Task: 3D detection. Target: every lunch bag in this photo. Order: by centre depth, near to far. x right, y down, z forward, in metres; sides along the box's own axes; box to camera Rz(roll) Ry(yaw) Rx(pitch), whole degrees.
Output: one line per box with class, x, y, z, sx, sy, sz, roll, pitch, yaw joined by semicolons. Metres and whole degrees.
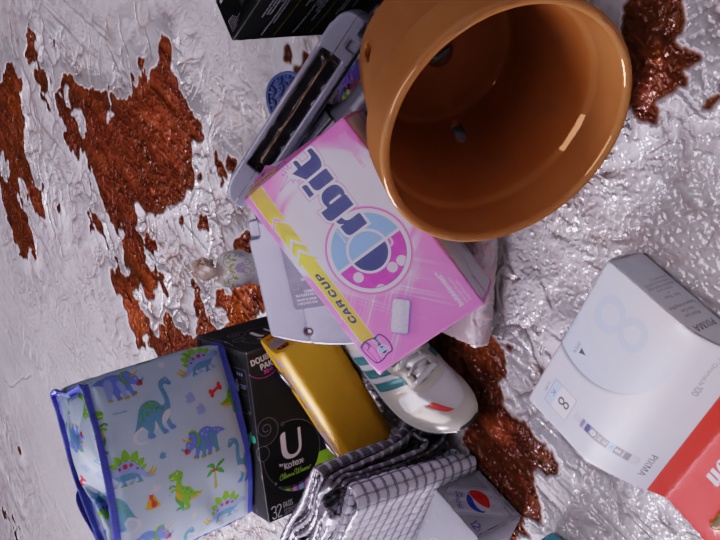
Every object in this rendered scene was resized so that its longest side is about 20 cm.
lunch bag;-0.213;0.196;0.924;0.127;0.170;0.201;-18;89;53

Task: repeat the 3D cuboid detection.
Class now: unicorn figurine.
unicorn figurine;-0.096;-0.011;1.001;0.137;0.199;0.074;157;92;-80

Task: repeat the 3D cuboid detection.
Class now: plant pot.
plant pot;0.086;-0.143;0.673;0.140;0.199;0.201;-118;35;-46

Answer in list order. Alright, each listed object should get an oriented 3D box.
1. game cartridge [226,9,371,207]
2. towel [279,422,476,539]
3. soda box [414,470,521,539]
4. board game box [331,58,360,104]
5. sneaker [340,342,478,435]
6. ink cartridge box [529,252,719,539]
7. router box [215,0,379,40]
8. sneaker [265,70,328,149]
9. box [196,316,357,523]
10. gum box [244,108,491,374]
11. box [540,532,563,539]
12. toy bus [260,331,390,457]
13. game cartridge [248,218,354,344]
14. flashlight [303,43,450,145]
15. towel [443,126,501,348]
game cartridge;-0.054;-0.156;0.818;0.200;0.041;0.133;-54;11;16
towel;0.009;0.250;0.909;0.086;0.165;0.200;51;137;35
soda box;0.094;0.305;0.899;0.068;0.063;0.201;44;133;37
board game box;0.014;-0.110;0.834;0.158;0.039;0.201;-19;85;53
sneaker;0.031;0.082;0.862;0.200;0.070;0.093;41;166;30
ink cartridge box;0.235;0.110;0.662;0.200;0.047;0.160;50;136;33
router box;-0.024;-0.287;0.784;0.200;0.149;0.051;-37;73;51
sneaker;-0.048;-0.112;0.931;0.070;0.078;0.201;-10;89;20
box;-0.090;0.162;1.019;0.124;0.148;0.201;9;108;52
gum box;0.005;-0.029;0.736;0.113;0.066;0.200;-36;95;21
box;0.160;0.353;0.814;0.049;0.082;0.201;27;122;44
toy bus;-0.028;0.135;0.928;0.200;0.065;0.078;61;165;-26
game cartridge;0.000;0.000;0.807;0.199;0.041;0.134;-9;95;19
flashlight;0.027;-0.178;0.764;0.200;0.068;0.068;-48;63;23
towel;0.063;-0.047;0.848;0.191;0.032;0.201;23;119;48
